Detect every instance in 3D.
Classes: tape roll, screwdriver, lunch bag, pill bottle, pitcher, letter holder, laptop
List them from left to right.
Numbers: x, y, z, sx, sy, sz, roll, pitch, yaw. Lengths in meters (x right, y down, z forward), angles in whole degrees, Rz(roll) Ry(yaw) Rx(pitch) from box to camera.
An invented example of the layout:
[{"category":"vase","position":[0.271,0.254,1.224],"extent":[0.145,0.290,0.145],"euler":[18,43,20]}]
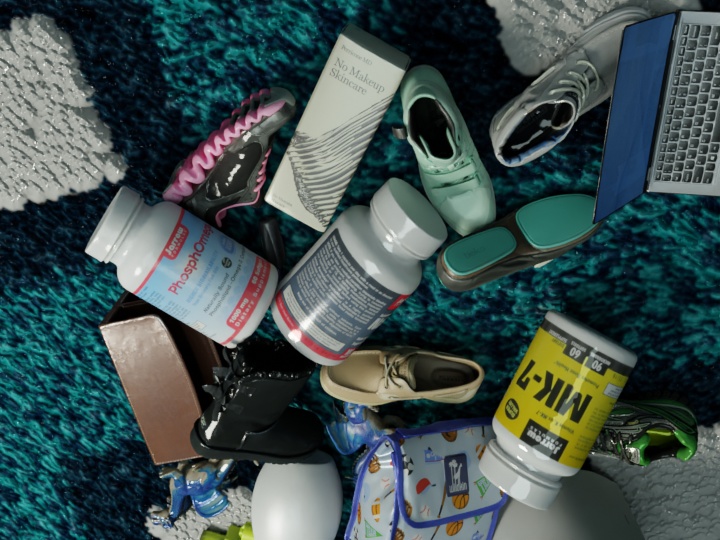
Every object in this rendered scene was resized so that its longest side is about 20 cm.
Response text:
[{"category":"pill bottle","position":[-0.198,-0.006,0.905],"extent":[0.198,0.110,0.109],"euler":[32,116,-20]},{"category":"letter holder","position":[-0.211,0.120,1.005],"extent":[0.139,0.101,0.204],"euler":[-10,114,10]},{"category":"screwdriver","position":[-0.096,0.029,0.988],"extent":[0.029,0.028,0.204],"euler":[13,122,35]},{"category":"pitcher","position":[-0.077,0.341,1.081],"extent":[0.119,0.171,0.205],"euler":[9,93,23]},{"category":"pill bottle","position":[0.000,0.000,0.907],"extent":[0.119,0.120,0.200],"euler":[39,115,-11]},{"category":"lunch bag","position":[0.086,0.279,0.998],"extent":[0.167,0.124,0.204],"euler":[-2,116,-30]},{"category":"pill bottle","position":[0.220,0.158,0.923],"extent":[0.112,0.114,0.203],"euler":[25,96,-5]},{"category":"tape roll","position":[0.263,0.374,1.014],"extent":[0.197,0.140,0.207],"euler":[-3,119,-4]},{"category":"laptop","position":[0.332,-0.147,0.794],"extent":[0.195,0.116,0.191],"euler":[4,116,6]}]

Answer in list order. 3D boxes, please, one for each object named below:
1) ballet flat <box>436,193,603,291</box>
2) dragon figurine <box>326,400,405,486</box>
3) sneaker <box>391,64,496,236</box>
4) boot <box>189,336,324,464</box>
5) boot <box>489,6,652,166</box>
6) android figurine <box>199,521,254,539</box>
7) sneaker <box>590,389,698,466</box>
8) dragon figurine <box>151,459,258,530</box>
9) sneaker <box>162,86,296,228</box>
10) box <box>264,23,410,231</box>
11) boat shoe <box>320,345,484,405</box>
[{"category":"ballet flat","position":[0.172,-0.029,0.894],"extent":[0.196,0.069,0.069],"euler":[-19,154,-8]},{"category":"dragon figurine","position":[-0.008,0.195,1.034],"extent":[0.098,0.059,0.202],"euler":[-28,108,19]},{"category":"sneaker","position":[0.089,-0.104,0.847],"extent":[0.072,0.119,0.203],"euler":[-21,112,15]},{"category":"boot","position":[-0.097,0.153,0.958],"extent":[0.195,0.074,0.164],"euler":[7,130,-36]},{"category":"boot","position":[0.215,-0.176,0.807],"extent":[0.074,0.096,0.199],"euler":[44,113,-14]},{"category":"android figurine","position":[-0.146,0.446,1.183],"extent":[0.196,0.041,0.185],"euler":[18,116,1]},{"category":"sneaker","position":[0.306,0.191,0.975],"extent":[0.195,0.086,0.080],"euler":[-6,115,11]},{"category":"dragon figurine","position":[-0.206,0.291,1.100],"extent":[0.196,0.059,0.101],"euler":[-18,116,15]},{"category":"sneaker","position":[-0.130,-0.119,0.901],"extent":[0.199,0.080,0.095],"euler":[-36,112,29]},{"category":"box","position":[-0.026,-0.151,0.868],"extent":[0.081,0.069,0.202],"euler":[26,116,-4]},{"category":"boat shoe","position":[0.049,0.120,0.970],"extent":[0.195,0.073,0.065],"euler":[1,160,-4]}]
